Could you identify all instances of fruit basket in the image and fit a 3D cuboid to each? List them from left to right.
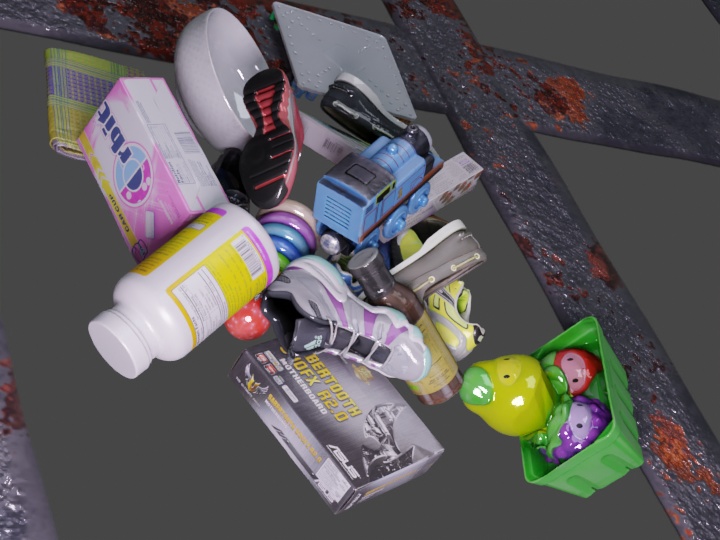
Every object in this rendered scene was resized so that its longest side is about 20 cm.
[{"bbox_3d":[0.224,0.150,1.758,0.215,0.155,0.216,39,30,-27],"label":"fruit basket"}]

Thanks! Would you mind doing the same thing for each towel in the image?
[{"bbox_3d":[-0.316,-0.193,1.798,0.143,0.023,0.201,13,40,-28],"label":"towel"}]

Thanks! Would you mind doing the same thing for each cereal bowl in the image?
[{"bbox_3d":[-0.176,-0.226,1.868,0.200,0.083,0.201,56,21,-35],"label":"cereal bowl"}]

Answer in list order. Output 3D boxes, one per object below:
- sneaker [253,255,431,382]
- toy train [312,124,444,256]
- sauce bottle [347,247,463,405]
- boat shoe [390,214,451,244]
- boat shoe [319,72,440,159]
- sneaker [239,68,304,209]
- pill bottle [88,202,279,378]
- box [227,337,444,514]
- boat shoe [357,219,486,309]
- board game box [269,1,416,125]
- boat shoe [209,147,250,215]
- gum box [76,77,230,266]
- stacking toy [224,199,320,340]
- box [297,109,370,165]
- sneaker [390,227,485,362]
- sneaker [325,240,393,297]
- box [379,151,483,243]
[{"bbox_3d":[-0.029,0.075,1.600,0.200,0.078,0.140,34,34,15],"label":"sneaker"},{"bbox_3d":[0.022,-0.097,1.734,0.086,0.115,0.200,33,50,19],"label":"toy train"},{"bbox_3d":[0.049,0.062,1.690,0.201,0.064,0.065,59,27,-23],"label":"sauce bottle"},{"bbox_3d":[0.050,-0.065,1.914,0.199,0.076,0.074,18,35,-25],"label":"boat shoe"},{"bbox_3d":[0.027,-0.187,2.052,0.200,0.076,0.060,39,70,-11],"label":"boat shoe"},{"bbox_3d":[-0.093,-0.149,1.782,0.087,0.073,0.201,49,32,-48],"label":"sneaker"},{"bbox_3d":[-0.185,0.023,1.539,0.104,0.104,0.200,43,61,11],"label":"pill bottle"},{"bbox_3d":[-0.025,0.155,1.609,0.158,0.048,0.200,-15,59,-48],"label":"box"},{"bbox_3d":[0.060,0.023,1.745,0.201,0.072,0.060,-39,77,-11],"label":"boat shoe"},{"bbox_3d":[-0.029,-0.300,2.167,0.199,0.026,0.201,12,40,-30],"label":"board game box"},{"bbox_3d":[-0.158,-0.073,1.751,0.070,0.066,0.200,24,36,-16],"label":"boat shoe"},{"bbox_3d":[-0.231,-0.104,1.662,0.066,0.114,0.201,-7,61,-46],"label":"gum box"},{"bbox_3d":[-0.105,0.007,1.698,0.085,0.085,0.200,29,40,-9],"label":"stacking toy"},{"bbox_3d":[-0.003,-0.148,1.909,0.144,0.036,0.200,35,8,36],"label":"box"},{"bbox_3d":[0.095,0.028,1.819,0.075,0.076,0.201,45,21,-57],"label":"sneaker"},{"bbox_3d":[0.000,0.000,1.790,0.076,0.077,0.200,36,33,4],"label":"sneaker"},{"bbox_3d":[0.082,-0.095,1.874,0.041,0.039,0.200,40,43,17],"label":"box"}]
